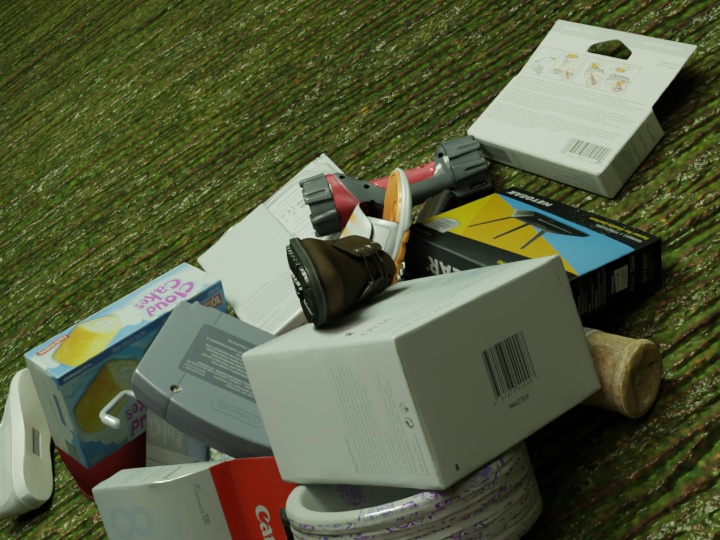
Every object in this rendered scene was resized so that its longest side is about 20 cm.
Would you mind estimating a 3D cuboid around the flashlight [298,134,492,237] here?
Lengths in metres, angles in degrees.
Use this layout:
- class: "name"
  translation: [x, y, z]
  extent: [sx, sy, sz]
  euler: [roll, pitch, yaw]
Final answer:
- class: "flashlight"
  translation: [0.036, -0.096, 1.251]
  extent: [0.199, 0.068, 0.068]
  euler: [-19, 35, -2]

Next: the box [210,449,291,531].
- class: "box"
  translation: [-0.078, 0.159, 1.159]
  extent: [0.200, 0.041, 0.156]
  euler: [19, 65, 48]

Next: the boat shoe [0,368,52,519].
- class: "boat shoe"
  translation: [-0.404, 0.204, 1.361]
  extent: [0.068, 0.072, 0.201]
  euler: [-29, 49, 12]

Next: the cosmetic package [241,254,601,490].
- class: "cosmetic package"
  translation: [0.048, 0.082, 0.945]
  extent: [0.199, 0.124, 0.200]
  euler: [-23, 7, -40]

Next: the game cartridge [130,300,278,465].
- class: "game cartridge"
  translation: [-0.101, 0.111, 1.052]
  extent: [0.134, 0.199, 0.041]
  euler: [-63, -3, -53]

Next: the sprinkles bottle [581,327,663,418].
- class: "sprinkles bottle"
  translation: [0.166, 0.076, 1.023]
  extent: [0.199, 0.068, 0.068]
  euler: [12, 61, 44]

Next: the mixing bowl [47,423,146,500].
- class: "mixing bowl"
  translation: [-0.274, 0.143, 1.278]
  extent: [0.199, 0.108, 0.201]
  euler: [-23, 41, 21]

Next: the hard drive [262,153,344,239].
- class: "hard drive"
  translation: [-0.049, -0.045, 1.336]
  extent: [0.140, 0.038, 0.200]
  euler: [-40, 39, 0]

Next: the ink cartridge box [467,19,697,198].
- class: "ink cartridge box"
  translation: [0.238, -0.177, 1.227]
  extent: [0.176, 0.045, 0.200]
  euler: [-50, 40, -12]

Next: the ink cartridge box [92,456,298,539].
- class: "ink cartridge box"
  translation: [-0.131, 0.252, 1.022]
  extent: [0.199, 0.161, 0.047]
  euler: [-10, 11, 32]

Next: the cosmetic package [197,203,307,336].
- class: "cosmetic package"
  translation: [-0.087, 0.020, 1.216]
  extent: [0.102, 0.074, 0.200]
  euler: [-40, 37, -2]

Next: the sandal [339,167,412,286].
- class: "sandal"
  translation: [0.001, 0.002, 1.096]
  extent: [0.079, 0.059, 0.208]
  euler: [-132, 54, -76]

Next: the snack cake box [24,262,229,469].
- class: "snack cake box"
  translation: [-0.223, 0.092, 1.158]
  extent: [0.067, 0.116, 0.200]
  euler: [22, 43, 41]

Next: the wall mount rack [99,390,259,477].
- class: "wall mount rack"
  translation: [-0.161, 0.196, 1.092]
  extent: [0.173, 0.201, 0.075]
  euler: [14, 30, 14]

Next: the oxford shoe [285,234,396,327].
- class: "oxford shoe"
  translation: [-0.015, -0.002, 0.962]
  extent: [0.084, 0.073, 0.200]
  euler: [-15, 6, 5]

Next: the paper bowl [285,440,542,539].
- class: "paper bowl"
  translation: [0.047, 0.202, 0.926]
  extent: [0.200, 0.105, 0.201]
  euler: [-18, 8, 2]

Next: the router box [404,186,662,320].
- class: "router box"
  translation: [0.156, -0.014, 1.076]
  extent: [0.149, 0.051, 0.200]
  euler: [-22, 29, -30]

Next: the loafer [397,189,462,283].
- class: "loafer"
  translation: [0.053, 0.000, 1.180]
  extent: [0.071, 0.073, 0.201]
  euler: [-1, 52, 37]
